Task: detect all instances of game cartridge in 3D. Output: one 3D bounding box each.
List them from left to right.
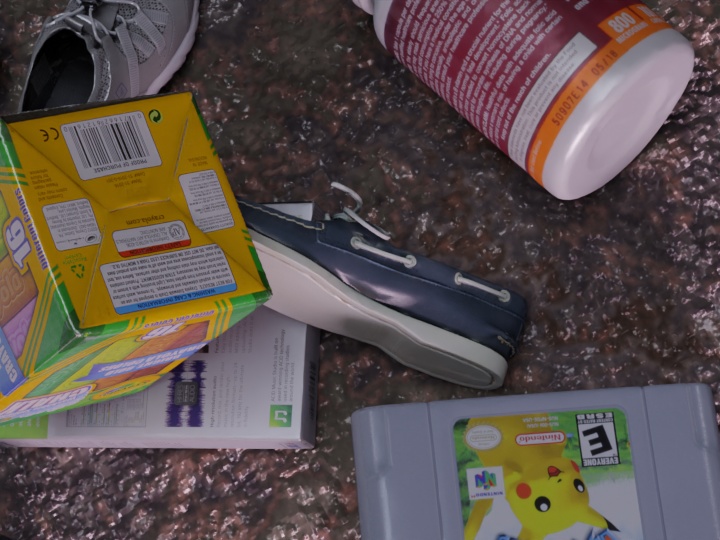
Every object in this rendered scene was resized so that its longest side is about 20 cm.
[{"bbox_3d":[0.099,0.132,0.963,0.200,0.040,0.134,-4,72,-4],"label":"game cartridge"}]

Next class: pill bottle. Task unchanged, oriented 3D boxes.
[{"bbox_3d":[0.081,-0.144,1.031,0.114,0.114,0.200,-46,71,-2],"label":"pill bottle"}]

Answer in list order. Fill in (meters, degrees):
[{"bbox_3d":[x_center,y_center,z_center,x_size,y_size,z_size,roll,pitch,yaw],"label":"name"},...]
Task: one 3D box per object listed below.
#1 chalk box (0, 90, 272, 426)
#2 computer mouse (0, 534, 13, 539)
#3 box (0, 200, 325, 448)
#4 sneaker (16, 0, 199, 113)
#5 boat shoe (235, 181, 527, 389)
[{"bbox_3d":[-0.164,0.007,0.979,0.200,0.124,0.124,-36,72,49],"label":"chalk box"},{"bbox_3d":[-0.279,0.171,1.012,0.200,0.140,0.046,-8,83,11],"label":"computer mouse"},{"bbox_3d":[-0.122,0.033,1.073,0.200,0.036,0.145,0,75,12],"label":"box"},{"bbox_3d":[-0.153,-0.138,1.094,0.075,0.082,0.200,9,65,15],"label":"sneaker"},{"bbox_3d":[0.000,0.000,1.010,0.200,0.075,0.062,23,68,-3],"label":"boat shoe"}]
